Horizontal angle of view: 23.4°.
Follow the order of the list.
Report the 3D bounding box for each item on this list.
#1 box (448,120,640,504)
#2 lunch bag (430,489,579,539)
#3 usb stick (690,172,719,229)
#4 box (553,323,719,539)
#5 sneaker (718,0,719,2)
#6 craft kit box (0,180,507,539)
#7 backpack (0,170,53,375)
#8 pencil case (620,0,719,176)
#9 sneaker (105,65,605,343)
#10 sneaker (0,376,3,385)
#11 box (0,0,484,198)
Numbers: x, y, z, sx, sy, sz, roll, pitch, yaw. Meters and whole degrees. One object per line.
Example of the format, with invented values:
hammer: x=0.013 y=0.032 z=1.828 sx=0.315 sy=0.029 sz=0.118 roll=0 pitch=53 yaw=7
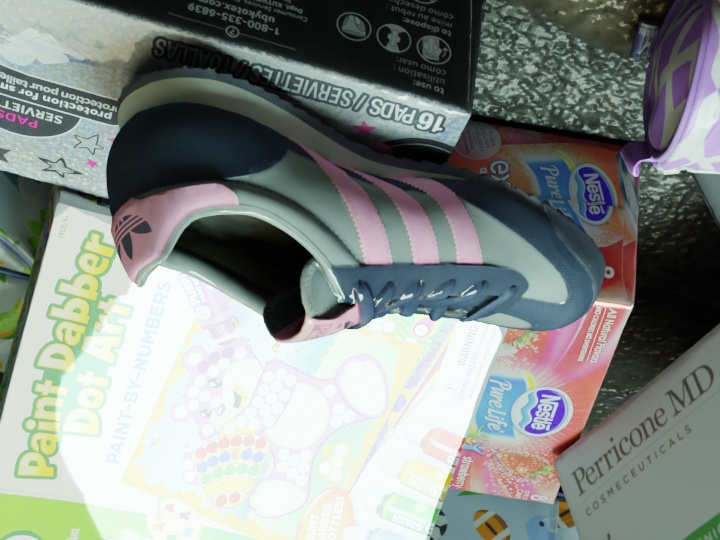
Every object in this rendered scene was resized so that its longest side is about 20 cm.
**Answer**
box: x=0.070 y=0.026 z=0.867 sx=0.102 sy=0.095 sz=0.200 roll=9 pitch=146 yaw=-1
lunch bag: x=0.063 y=0.196 z=1.136 sx=0.200 sy=0.076 sz=0.160 roll=12 pitch=148 yaw=-1
usb stick: x=0.207 y=-0.010 z=0.837 sx=0.055 sy=0.033 sz=0.200 roll=-9 pitch=141 yaw=26
box: x=0.243 y=0.119 z=0.824 sx=0.200 sy=0.172 sz=0.199 roll=11 pitch=138 yaw=-35
sneaker: x=0.140 y=-0.123 z=0.622 sx=0.201 sy=0.108 sz=0.067 roll=28 pitch=142 yaw=-25
craft kit box: x=-0.059 y=0.074 z=0.749 sx=0.197 sy=0.049 sz=0.200 roll=14 pitch=110 yaw=-12
backpack: x=-0.196 y=-0.041 z=0.800 sx=0.200 sy=0.163 sz=0.154 roll=9 pitch=138 yaw=12
pencil case: x=0.211 y=-0.057 z=0.720 sx=0.200 sy=0.084 sz=0.086 roll=14 pitch=110 yaw=-4
sneaker: x=0.000 y=0.000 z=0.627 sx=0.200 sy=0.082 sz=0.070 roll=18 pitch=143 yaw=-20
sneaker: x=-0.199 y=0.102 z=0.957 sx=0.080 sy=0.077 sz=0.200 roll=22 pitch=147 yaw=-33
box: x=-0.062 y=-0.099 z=0.683 sx=0.200 sy=0.132 sz=0.115 roll=14 pitch=144 yaw=-8
